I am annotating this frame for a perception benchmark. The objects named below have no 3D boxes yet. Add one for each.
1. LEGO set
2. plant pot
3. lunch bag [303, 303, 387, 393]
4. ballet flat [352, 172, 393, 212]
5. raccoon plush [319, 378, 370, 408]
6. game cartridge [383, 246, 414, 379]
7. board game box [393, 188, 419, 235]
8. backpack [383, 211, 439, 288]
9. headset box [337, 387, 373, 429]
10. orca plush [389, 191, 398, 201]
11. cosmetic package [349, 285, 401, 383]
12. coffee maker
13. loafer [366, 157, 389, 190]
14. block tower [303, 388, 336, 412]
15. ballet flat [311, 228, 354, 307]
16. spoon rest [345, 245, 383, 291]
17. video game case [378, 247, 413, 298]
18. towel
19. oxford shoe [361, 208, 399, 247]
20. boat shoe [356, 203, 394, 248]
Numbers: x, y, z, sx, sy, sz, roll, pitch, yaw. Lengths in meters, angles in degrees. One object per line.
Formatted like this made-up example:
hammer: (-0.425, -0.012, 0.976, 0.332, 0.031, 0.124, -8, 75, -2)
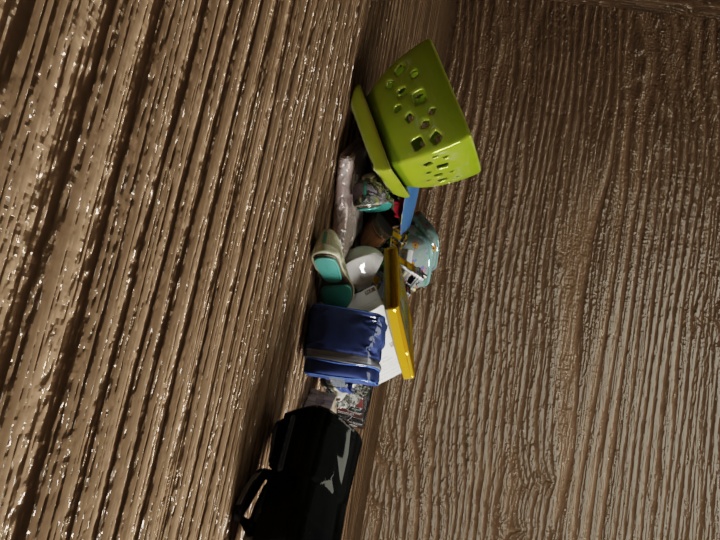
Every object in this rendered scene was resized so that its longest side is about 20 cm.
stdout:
LEGO set: (0.072, 0.015, 1.408, 0.202, 0.114, 0.155, -53, -164, 22)
plant pot: (0.097, -0.256, 1.121, 0.200, 0.177, 0.204, 31, 38, -72)
lunch bag: (-0.026, 0.145, 1.083, 0.200, 0.132, 0.136, 64, 35, -76)
ballet flat: (0.024, -0.145, 1.143, 0.200, 0.070, 0.074, -29, 128, -81)
raccoon plush: (-0.052, 0.187, 1.269, 0.136, 0.094, 0.203, 70, -2, -47)
game cartridge: (0.079, 0.086, 1.220, 0.179, 0.031, 0.203, -88, 164, -49)
board game box: (0.096, -0.169, 1.347, 0.200, 0.038, 0.163, -43, 144, -71)
backpack: (0.122, -0.050, 1.603, 0.202, 0.149, 0.180, -113, -159, -49)
headset box: (-0.010, 0.284, 1.554, 0.203, 0.075, 0.152, 91, 12, -53)
orca plush: (0.063, -0.207, 1.369, 0.200, 0.069, 0.108, 49, 37, -58)
cosmetic package: (0.030, 0.141, 1.308, 0.202, 0.100, 0.075, 62, 1, -40)
coffee maker: (-0.062, 0.306, 0.846, 0.137, 0.186, 0.203, 68, 28, -43)
loafer: (0.049, -0.249, 1.263, 0.075, 0.067, 0.206, 125, -32, -69)
block tower: (-0.090, 0.298, 1.101, 0.201, 0.052, 0.059, -68, 166, -57)
ballet flat: (-0.043, 0.001, 1.059, 0.202, 0.065, 0.064, 86, 7, -59)
spoon rest: (0.000, 0.000, 1.268, 0.200, 0.097, 0.062, 90, -20, -77)
video game case: (0.059, 0.018, 1.521, 0.198, 0.018, 0.148, 5, -95, 61)
towel: (-0.019, -0.136, 1.176, 0.192, 0.031, 0.206, -62, 159, -65)
oxford shoe: (0.037, -0.100, 1.330, 0.071, 0.072, 0.200, -38, -174, 22)
boat shoe: (0.032, -0.123, 1.436, 0.062, 0.070, 0.204, -32, -145, 40)
